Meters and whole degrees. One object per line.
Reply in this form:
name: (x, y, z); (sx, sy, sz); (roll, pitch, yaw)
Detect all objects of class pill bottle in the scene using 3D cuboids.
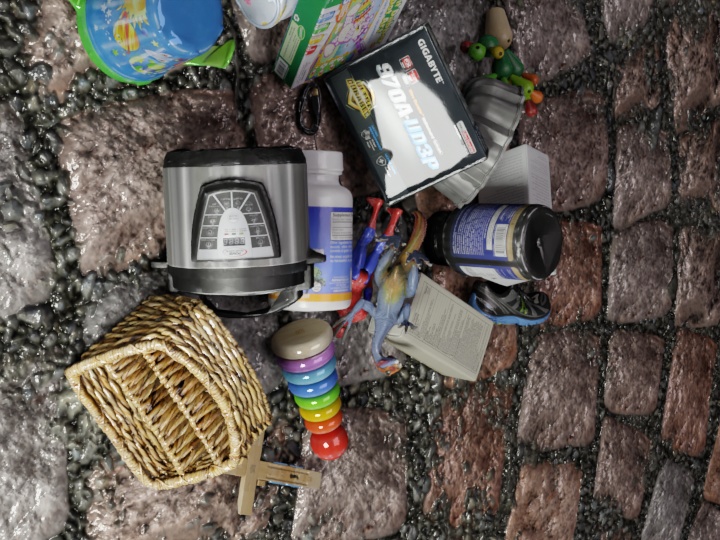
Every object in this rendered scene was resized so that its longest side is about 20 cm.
pill bottle: (0.194, -0.045, 1.438); (0.111, 0.199, 0.114); (-5, 98, -44)
pill bottle: (-0.065, -0.053, 1.241); (0.111, 0.111, 0.203); (-4, 95, -44)

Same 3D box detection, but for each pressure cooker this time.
pressure cooker: (-0.141, -0.044, 1.122); (0.177, 0.175, 0.203); (-8, 100, -46)

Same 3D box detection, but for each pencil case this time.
pencil case: (-0.068, -0.377, 1.226); (0.199, 0.090, 0.084); (-33, 128, -37)

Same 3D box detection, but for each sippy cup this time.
sippy cup: (-0.223, -0.280, 1.052); (0.177, 0.129, 0.141); (-25, 110, -40)

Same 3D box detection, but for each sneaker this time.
sneaker: (0.255, 0.047, 1.596); (0.198, 0.070, 0.084); (2, 98, -42)

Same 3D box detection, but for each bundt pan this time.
bundt pan: (0.159, -0.200, 1.412); (0.075, 0.202, 0.204); (27, 72, -11)

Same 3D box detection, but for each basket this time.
basket: (-0.208, 0.149, 1.093); (0.149, 0.142, 0.202); (-45, 122, -34)

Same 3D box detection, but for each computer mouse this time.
computer mouse: (-0.050, -0.155, 1.303); (0.058, 0.034, 0.203); (-22, 108, -41)

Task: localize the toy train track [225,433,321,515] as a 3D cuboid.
toy train track: (-0.126, 0.267, 1.267); (0.199, 0.032, 0.116); (25, 69, -49)

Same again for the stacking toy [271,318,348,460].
stacking toy: (-0.061, 0.171, 1.295); (0.085, 0.085, 0.202); (-31, 120, -38)

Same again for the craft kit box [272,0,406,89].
craft kit box: (-0.008, -0.347, 1.232); (0.049, 0.201, 0.197); (44, 52, 10)

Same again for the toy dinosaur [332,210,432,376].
toy dinosaur: (0.056, 0.048, 1.334); (0.200, 0.104, 0.183); (-41, 148, -45)

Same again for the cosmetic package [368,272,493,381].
cosmetic package: (0.111, 0.086, 1.455); (0.199, 0.073, 0.105); (33, 71, -41)

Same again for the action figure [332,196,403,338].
action figure: (0.000, 0.000, 1.355); (0.065, 0.051, 0.202); (25, 81, -37)

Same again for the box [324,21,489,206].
box: (0.064, -0.212, 1.304); (0.202, 0.157, 0.046); (63, 19, -13)

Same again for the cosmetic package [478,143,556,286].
cosmetic package: (0.249, -0.087, 1.526); (0.071, 0.101, 0.203); (17, 67, -44)

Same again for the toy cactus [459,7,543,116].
toy cactus: (0.221, -0.339, 1.535); (0.199, 0.102, 0.167); (15, 65, -42)
